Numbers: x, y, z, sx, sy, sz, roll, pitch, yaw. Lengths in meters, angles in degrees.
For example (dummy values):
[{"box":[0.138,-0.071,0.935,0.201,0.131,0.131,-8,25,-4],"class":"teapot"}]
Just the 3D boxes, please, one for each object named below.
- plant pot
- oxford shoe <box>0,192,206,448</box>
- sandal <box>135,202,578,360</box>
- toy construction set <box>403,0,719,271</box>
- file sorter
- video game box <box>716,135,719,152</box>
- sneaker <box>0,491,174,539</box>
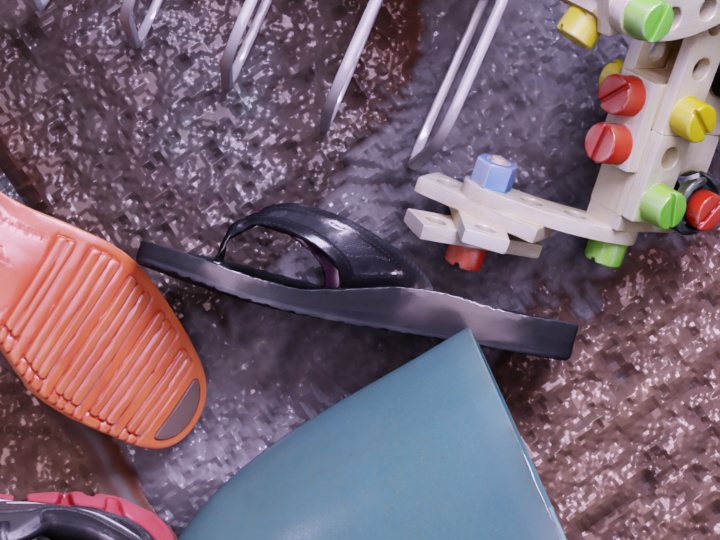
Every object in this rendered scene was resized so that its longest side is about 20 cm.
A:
[{"box":[0.013,0.146,0.800,0.161,0.201,0.201,-23,89,3],"class":"plant pot"},{"box":[-0.152,0.006,0.857,0.200,0.073,0.071,42,73,-19],"class":"oxford shoe"},{"box":[0.000,0.000,0.865,0.200,0.075,0.048,11,90,-13],"class":"sandal"},{"box":[0.107,-0.074,0.846,0.092,0.131,0.200,51,125,35],"class":"toy construction set"},{"box":[-0.033,-0.138,0.838,0.200,0.139,0.125,23,87,-3],"class":"file sorter"},{"box":[0.293,-0.091,0.910,0.182,0.047,0.200,34,84,-5],"class":"video game box"},{"box":[-0.171,0.126,0.815,0.200,0.098,0.071,5,91,-12],"class":"sneaker"}]
